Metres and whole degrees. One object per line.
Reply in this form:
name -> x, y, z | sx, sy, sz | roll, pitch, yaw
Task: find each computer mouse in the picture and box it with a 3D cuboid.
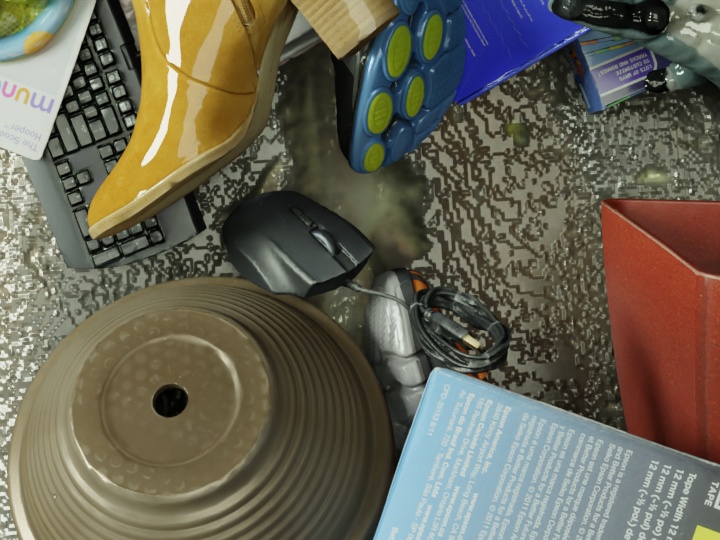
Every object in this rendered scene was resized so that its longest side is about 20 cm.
computer mouse -> 0.000, 0.000, 0.859 | 0.059, 0.200, 0.034 | -28, 129, -36

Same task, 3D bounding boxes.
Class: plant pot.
plant pot -> -0.084, 0.082, 0.841 | 0.200, 0.093, 0.202 | -2, 63, 4
plant pot -> 0.236, 0.068, 0.880 | 0.199, 0.200, 0.177 | 2, 103, -7

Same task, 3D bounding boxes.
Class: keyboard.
keyboard -> -0.128, -0.108, 0.882 | 0.127, 0.021, 0.201 | -22, 93, -3

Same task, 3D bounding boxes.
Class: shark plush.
shark plush -> 0.184, -0.104, 0.883 | 0.199, 0.083, 0.091 | -2, 72, -36

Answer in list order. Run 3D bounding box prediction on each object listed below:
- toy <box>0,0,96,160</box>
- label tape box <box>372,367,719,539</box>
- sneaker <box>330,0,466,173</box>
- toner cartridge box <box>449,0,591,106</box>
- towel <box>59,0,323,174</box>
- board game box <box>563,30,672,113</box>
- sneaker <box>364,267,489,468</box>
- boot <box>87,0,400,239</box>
toy -> -0.185, -0.169, 0.848 | 0.115, 0.047, 0.201 | 21, 93, 3
label tape box -> 0.105, 0.145, 0.768 | 0.199, 0.066, 0.144 | 19, 85, 20
sneaker -> 0.004, -0.150, 0.880 | 0.071, 0.083, 0.201 | -21, 116, -36
toner cartridge box -> 0.045, -0.199, 0.902 | 0.095, 0.043, 0.201 | -28, 94, 25
towel -> -0.115, -0.177, 0.910 | 0.200, 0.032, 0.192 | -33, 94, -6
board game box -> 0.196, -0.187, 0.942 | 0.199, 0.034, 0.136 | -22, 93, -6
sneaker -> 0.074, 0.086, 0.919 | 0.112, 0.078, 0.201 | -17, 97, -14
boot -> -0.093, -0.125, 0.835 | 0.201, 0.071, 0.144 | -39, 90, 11
